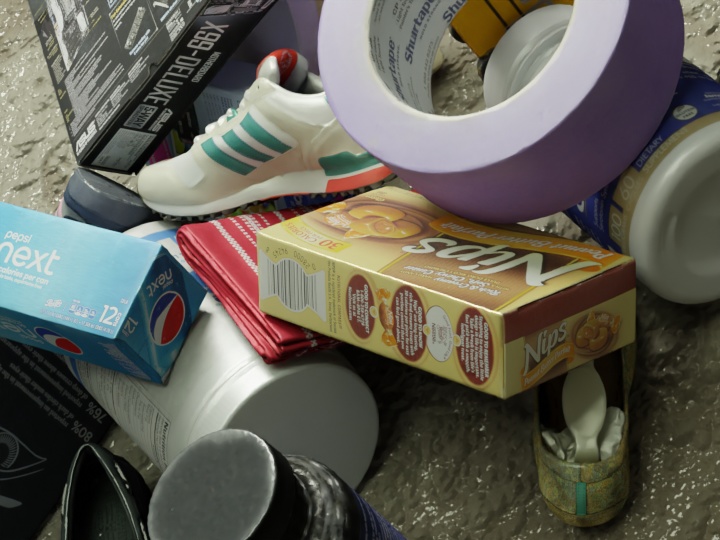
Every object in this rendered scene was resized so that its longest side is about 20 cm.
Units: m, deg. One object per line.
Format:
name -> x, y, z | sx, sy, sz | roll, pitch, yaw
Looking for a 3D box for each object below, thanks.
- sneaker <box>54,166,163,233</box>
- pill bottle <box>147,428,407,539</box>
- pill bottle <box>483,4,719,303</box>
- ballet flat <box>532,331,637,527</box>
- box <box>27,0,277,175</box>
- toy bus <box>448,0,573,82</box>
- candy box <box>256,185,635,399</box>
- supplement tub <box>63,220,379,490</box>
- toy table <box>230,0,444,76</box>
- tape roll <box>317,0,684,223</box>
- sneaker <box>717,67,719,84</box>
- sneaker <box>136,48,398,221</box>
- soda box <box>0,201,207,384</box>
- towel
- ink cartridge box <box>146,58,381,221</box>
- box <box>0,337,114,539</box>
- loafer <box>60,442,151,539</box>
sneaker -> -0.177, -0.019, 1.863 | 0.082, 0.070, 0.200 | -62, 2, -3
pill bottle -> -0.031, 0.174, 1.568 | 0.111, 0.200, 0.112 | -19, 49, 23
pill bottle -> 0.162, -0.078, 1.675 | 0.120, 0.120, 0.200 | -45, 44, -1
ballet flat -> 0.129, 0.053, 1.636 | 0.070, 0.071, 0.201 | -18, 50, 24
box -> -0.137, -0.185, 1.800 | 0.200, 0.050, 0.158 | -48, 49, 36
toy bus -> 0.078, -0.182, 1.753 | 0.078, 0.200, 0.065 | -38, 40, 7
candy box -> 0.048, 0.009, 1.601 | 0.115, 0.056, 0.199 | -21, 29, -40
supplement tub -> -0.091, 0.067, 1.743 | 0.132, 0.132, 0.200 | -47, 44, -3
toy table -> -0.039, -0.188, 1.866 | 0.117, 0.185, 0.200 | -31, 7, -21
tape roll -> 0.081, -0.135, 1.605 | 0.199, 0.085, 0.202 | -11, 66, 27
sneaker -> 0.280, -0.092, 1.636 | 0.114, 0.076, 0.200 | -28, 43, 18
sneaker -> -0.058, -0.091, 1.744 | 0.199, 0.094, 0.070 | -7, 14, 30
soda box -> -0.196, 0.006, 1.709 | 0.199, 0.064, 0.068 | 15, 70, 33
towel -> 0.000, 0.000, 1.719 | 0.199, 0.023, 0.145 | -9, 36, -28
ink cartridge box -> -0.072, -0.080, 1.846 | 0.199, 0.120, 0.042 | 14, 42, 40
box -> -0.262, 0.093, 1.834 | 0.104, 0.148, 0.201 | 26, 75, 44
loafer -> -0.159, 0.199, 1.732 | 0.068, 0.071, 0.202 | -18, 49, 12
